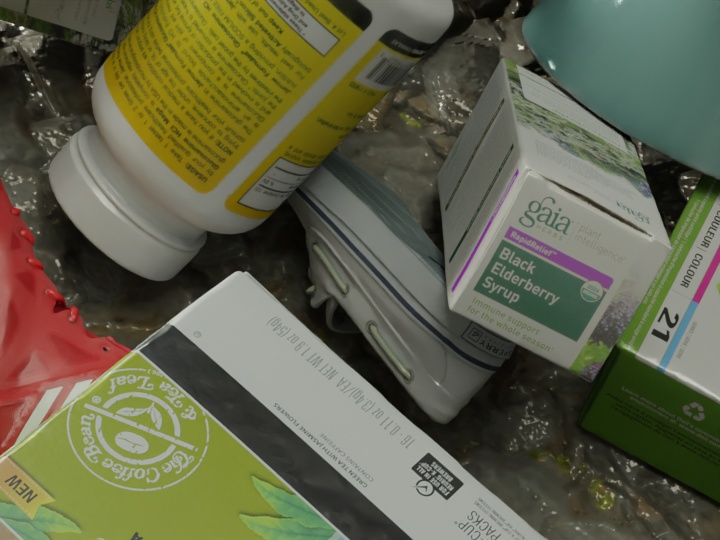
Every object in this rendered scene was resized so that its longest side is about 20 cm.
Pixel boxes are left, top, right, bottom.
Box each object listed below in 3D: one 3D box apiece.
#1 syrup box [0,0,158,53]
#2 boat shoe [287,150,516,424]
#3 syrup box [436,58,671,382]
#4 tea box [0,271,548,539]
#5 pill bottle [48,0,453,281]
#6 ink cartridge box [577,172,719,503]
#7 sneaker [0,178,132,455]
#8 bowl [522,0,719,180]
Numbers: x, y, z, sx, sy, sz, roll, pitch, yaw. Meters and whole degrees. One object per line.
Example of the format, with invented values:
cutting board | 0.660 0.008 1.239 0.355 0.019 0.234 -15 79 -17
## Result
syrup box | -0.092 -0.156 1.187 0.198 0.079 0.082 17 29 -3
boat shoe | 0.000 0.000 1.122 0.073 0.067 0.200 24 16 -41
syrup box | 0.090 -0.030 1.100 0.078 0.082 0.200 26 19 -9
tea box | -0.056 0.147 0.959 0.200 0.134 0.197 39 55 14
pill bottle | -0.058 -0.093 1.089 0.112 0.200 0.113 40 18 -16
ink cartridge box | 0.233 0.055 1.144 0.199 0.076 0.148 27 52 7
sneaker | -0.163 0.017 1.076 0.115 0.078 0.202 9 64 -19
bowl | 0.199 -0.135 1.209 0.199 0.106 0.201 22 24 -10
